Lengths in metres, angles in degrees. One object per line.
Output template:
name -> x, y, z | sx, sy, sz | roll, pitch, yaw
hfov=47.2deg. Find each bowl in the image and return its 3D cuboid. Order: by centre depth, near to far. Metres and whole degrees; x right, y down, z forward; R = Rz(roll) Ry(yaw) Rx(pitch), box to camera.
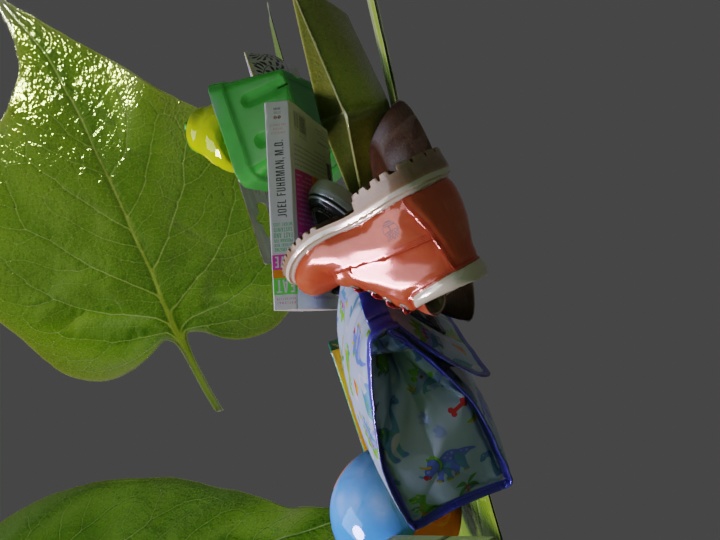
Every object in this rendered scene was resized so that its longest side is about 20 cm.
bowl -> -0.164, -0.363, 1.690 | 0.201, 0.094, 0.201 | 161, 90, -86

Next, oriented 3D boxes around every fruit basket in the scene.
fruit basket -> -0.128, -0.161, 1.039 | 0.216, 0.215, 0.156 | 95, 156, -80

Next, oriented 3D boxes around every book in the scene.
book -> -0.059, -0.059, 0.842 | 0.134, 0.048, 0.200 | 15, -108, -77

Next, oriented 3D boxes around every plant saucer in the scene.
plant saucer -> 0.046, -0.046, 0.716 | 0.200, 0.037, 0.201 | 163, 90, -86
plant saucer -> -0.008, -0.160, 0.841 | 0.200, 0.048, 0.200 | 77, 173, -56

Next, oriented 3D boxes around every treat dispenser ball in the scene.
treat dispenser ball -> 0.053, 0.365, 1.251 | 0.201, 0.201, 0.201 | 162, 90, -86

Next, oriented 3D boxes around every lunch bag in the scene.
lunch bag -> 0.043, 0.096, 0.754 | 0.200, 0.127, 0.170 | 63, 180, -23

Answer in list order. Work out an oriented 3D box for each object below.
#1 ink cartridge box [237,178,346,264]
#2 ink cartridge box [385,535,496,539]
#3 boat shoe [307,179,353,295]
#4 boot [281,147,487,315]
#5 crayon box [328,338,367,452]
ink cartridge box -> -0.079, -0.062, 1.239 | 0.050, 0.200, 0.162 | -56, 46, 47
ink cartridge box -> 0.100, 0.420, 1.048 | 0.200, 0.084, 0.144 | -21, 87, 50
boat shoe -> 0.000, 0.000, 0.831 | 0.072, 0.071, 0.200 | 12, 143, 51
boot -> 0.013, -0.003, 0.635 | 0.200, 0.075, 0.107 | -31, 89, 52
crayon box -> 0.032, 0.200, 1.396 | 0.058, 0.119, 0.200 | -128, 20, -78
